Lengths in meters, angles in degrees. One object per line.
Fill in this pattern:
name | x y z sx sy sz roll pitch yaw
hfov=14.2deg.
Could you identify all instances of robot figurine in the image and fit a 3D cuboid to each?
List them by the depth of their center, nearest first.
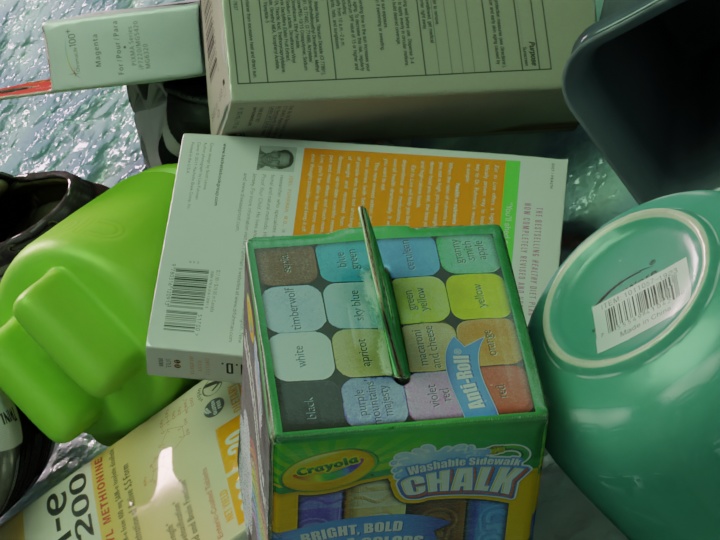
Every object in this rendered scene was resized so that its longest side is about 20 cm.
robot figurine | -0.117 0.014 1.559 0.176 0.116 0.200 -51 -7 37

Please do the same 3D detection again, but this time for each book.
book | 0.000 0.000 1.459 0.199 0.048 0.134 6 55 3

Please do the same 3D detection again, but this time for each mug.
mug | 0.156 0.027 1.310 0.152 0.114 0.185 12 64 50

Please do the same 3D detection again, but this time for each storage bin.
storage bin | 0.202 -0.140 1.426 0.200 0.146 0.135 -27 29 23

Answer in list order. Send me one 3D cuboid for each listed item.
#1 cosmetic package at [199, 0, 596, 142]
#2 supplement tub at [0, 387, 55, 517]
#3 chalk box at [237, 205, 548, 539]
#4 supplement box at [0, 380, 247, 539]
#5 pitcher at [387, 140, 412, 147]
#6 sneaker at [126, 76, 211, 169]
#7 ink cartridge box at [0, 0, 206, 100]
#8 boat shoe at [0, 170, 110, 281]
cosmetic package | 0.020 -0.126 1.516 0.071 0.199 0.106 120 147 -70
supplement tub | -0.236 0.090 1.562 0.122 0.123 0.200 -41 2 5
chalk box | 0.012 0.060 1.305 0.123 0.200 0.125 -3 47 -7
supplement box | -0.104 0.150 1.481 0.200 0.074 0.126 -36 36 13
pitcher | 0.030 -0.177 1.653 0.200 0.121 0.172 -58 22 0
sneaker | -0.082 -0.072 1.653 0.074 0.089 0.200 -8 4 -14
ink cartridge box | -0.145 -0.127 1.655 0.173 0.044 0.200 -5 6 13
boat shoe | -0.220 -0.030 1.783 0.200 0.065 0.073 -12 48 38
